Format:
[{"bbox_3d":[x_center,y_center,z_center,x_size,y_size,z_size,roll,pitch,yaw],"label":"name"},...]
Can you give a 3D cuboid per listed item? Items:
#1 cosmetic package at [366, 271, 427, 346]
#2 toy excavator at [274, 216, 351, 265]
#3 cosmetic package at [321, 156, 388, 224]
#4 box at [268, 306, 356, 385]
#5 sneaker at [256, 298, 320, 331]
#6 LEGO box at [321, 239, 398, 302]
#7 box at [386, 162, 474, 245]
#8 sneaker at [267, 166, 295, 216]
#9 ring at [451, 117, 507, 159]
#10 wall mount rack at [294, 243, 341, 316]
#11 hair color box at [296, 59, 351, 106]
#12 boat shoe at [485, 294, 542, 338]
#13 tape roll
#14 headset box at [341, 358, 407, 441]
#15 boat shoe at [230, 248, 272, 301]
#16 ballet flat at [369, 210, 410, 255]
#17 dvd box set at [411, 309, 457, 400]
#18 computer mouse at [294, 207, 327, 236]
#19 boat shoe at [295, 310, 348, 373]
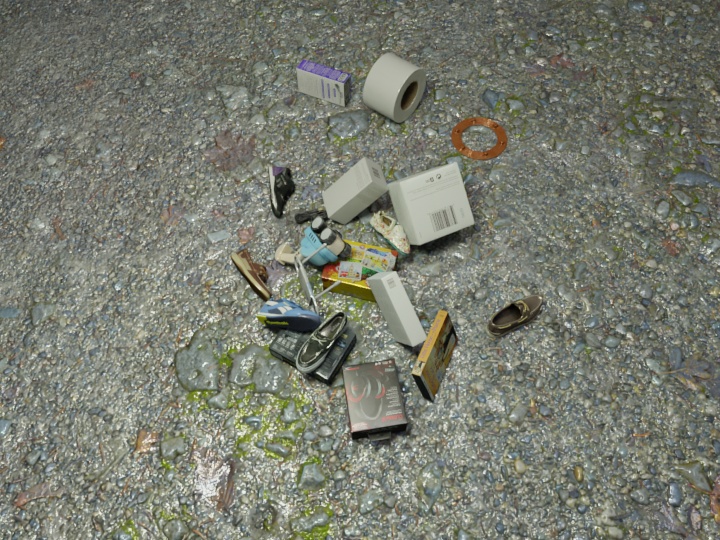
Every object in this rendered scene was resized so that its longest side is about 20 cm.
[{"bbox_3d":[0.096,0.102,1.541,0.051,0.151,0.201,-27,96,-16],"label":"cosmetic package"},{"bbox_3d":[-0.154,-0.063,1.675,0.200,0.100,0.195,-44,44,5],"label":"toy excavator"},{"bbox_3d":[-0.020,-0.248,1.779,0.200,0.085,0.108,-35,55,32],"label":"cosmetic package"},{"bbox_3d":[-0.133,0.207,1.589,0.199,0.051,0.158,24,63,16],"label":"box"},{"bbox_3d":[-0.195,0.116,1.573,0.199,0.074,0.083,4,51,26],"label":"sneaker"},{"bbox_3d":[0.000,0.000,1.696,0.199,0.077,0.150,12,60,9],"label":"LEGO box"},{"bbox_3d":[0.213,-0.202,1.729,0.198,0.131,0.201,-21,99,-14],"label":"box"},{"bbox_3d":[-0.256,-0.269,1.869,0.087,0.076,0.201,-5,59,-9],"label":"sneaker"},{"bbox_3d":[0.422,-0.474,2.007,0.199,0.019,0.201,-1,59,2],"label":"ring"},{"bbox_3d":[-0.120,0.025,1.577,0.074,0.174,0.201,-16,68,-20],"label":"wall mount rack"},{"bbox_3d":[-0.134,-0.696,2.100,0.199,0.110,0.065,24,61,14],"label":"hair color box"},{"bbox_3d":[0.448,0.122,1.622,0.199,0.060,0.072,-28,62,-15],"label":"boat shoe"},{"bbox_3d":[0.122,-0.649,2.013,0.139,0.203,0.203,34,65,19],"label":"tape roll"},{"bbox_3d":[0.037,0.347,1.487,0.148,0.075,0.201,-8,59,-4],"label":"headset box"},{"bbox_3d":[-0.315,0.006,1.706,0.072,0.072,0.200,-34,58,-16],"label":"boat shoe"},{"bbox_3d":[0.095,-0.123,1.742,0.200,0.075,0.064,45,111,41],"label":"ballet flat"},{"bbox_3d":[0.202,0.228,1.515,0.029,0.147,0.201,11,57,30],"label":"dvd box set"},{"bbox_3d":[-0.142,-0.108,1.785,0.109,0.044,0.201,-14,58,-1],"label":"computer mouse"},{"bbox_3d":[-0.108,0.184,1.530,0.072,0.071,0.200,29,64,18],"label":"boat shoe"}]
